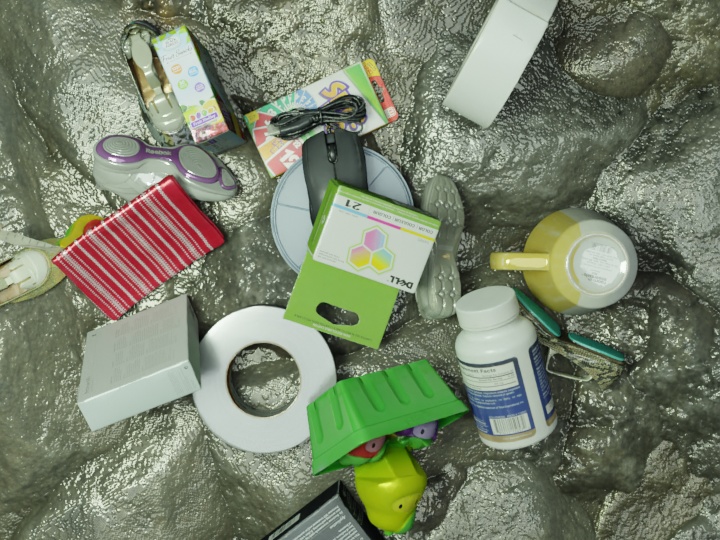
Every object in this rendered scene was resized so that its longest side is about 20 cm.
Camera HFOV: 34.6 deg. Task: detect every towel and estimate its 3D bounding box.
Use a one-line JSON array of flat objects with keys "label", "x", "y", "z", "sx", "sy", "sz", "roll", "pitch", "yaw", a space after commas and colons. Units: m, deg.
[{"label": "towel", "x": -0.296, "y": -0.028, "z": 1.563, "sx": 0.200, "sy": 0.023, "sz": 0.145, "roll": -35, "pitch": 133, "yaw": -1}]

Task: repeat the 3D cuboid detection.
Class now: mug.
[{"label": "mug", "x": 0.286, "y": -0.001, "z": 1.548, "sx": 0.186, "sy": 0.153, "sz": 0.150, "roll": -31, "pitch": 92, "yaw": 1}]

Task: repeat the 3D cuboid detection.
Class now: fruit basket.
[{"label": "fruit basket", "x": 0.041, "y": 0.241, "z": 1.526, "sx": 0.215, "sy": 0.155, "sz": 0.217, "roll": 18, "pitch": 54, "yaw": -26}]

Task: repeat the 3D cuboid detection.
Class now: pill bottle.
[{"label": "pill bottle", "x": 0.190, "y": 0.128, "z": 1.548, "sx": 0.110, "sy": 0.111, "sz": 0.201, "roll": -17, "pitch": 108, "yaw": 0}]

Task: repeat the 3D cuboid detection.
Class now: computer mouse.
[{"label": "computer mouse", "x": -0.040, "y": -0.129, "z": 1.556, "sx": 0.138, "sy": 0.053, "sz": 0.201, "roll": -14, "pitch": 94, "yaw": -1}]

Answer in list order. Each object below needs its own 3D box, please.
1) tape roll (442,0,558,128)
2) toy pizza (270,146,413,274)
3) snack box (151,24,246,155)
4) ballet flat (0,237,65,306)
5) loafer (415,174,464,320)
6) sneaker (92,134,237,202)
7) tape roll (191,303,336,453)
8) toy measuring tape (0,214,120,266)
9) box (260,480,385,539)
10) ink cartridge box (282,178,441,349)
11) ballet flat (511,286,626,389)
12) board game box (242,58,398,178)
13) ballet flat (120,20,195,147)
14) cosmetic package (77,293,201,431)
[{"label": "tape roll", "x": 0.184, "y": -0.291, "z": 1.516, "sx": 0.071, "sy": 0.202, "sz": 0.203, "roll": 29, "pitch": 91, "yaw": -1}, {"label": "toy pizza", "x": -0.025, "y": -0.074, "z": 1.602, "sx": 0.199, "sy": 0.032, "sz": 0.202, "roll": 0, "pitch": 94, "yaw": -1}, {"label": "snack box", "x": -0.208, "y": -0.231, "z": 1.515, "sx": 0.053, "sy": 0.200, "sz": 0.143, "roll": -24, "pitch": 92, "yaw": 1}, {"label": "ballet flat", "x": -0.485, "y": 0.015, "z": 1.586, "sx": 0.199, "sy": 0.071, "sz": 0.071, "roll": -25, "pitch": 91, "yaw": 0}, {"label": "loafer", "x": 0.101, "y": -0.031, "z": 1.588, "sx": 0.070, "sy": 0.070, "sz": 0.201, "roll": 12, "pitch": 73, "yaw": -27}, {"label": "sneaker", "x": -0.269, "y": -0.126, "z": 1.587, "sx": 0.199, "sy": 0.100, "sz": 0.075, "roll": 13, "pitch": 47, "yaw": -10}, {"label": "tape roll", "x": -0.131, "y": 0.147, "z": 1.592, "sx": 0.199, "sy": 0.066, "sz": 0.202, "roll": 0, "pitch": 91, "yaw": 0}, {"label": "toy measuring tape", "x": -0.400, "y": -0.051, "z": 1.564, "sx": 0.199, "sy": 0.073, "sz": 0.074, "roll": 18, "pitch": 91, "yaw": -30}, {"label": "box", "x": -0.053, "y": 0.426, "z": 1.580, "sx": 0.200, "sy": 0.104, "sz": 0.182, "roll": -37, "pitch": 90, "yaw": 1}, {"label": "ink cartridge box", "x": 0.000, "y": 0.000, "z": 1.516, "sx": 0.147, "sy": 0.076, "sz": 0.201, "roll": 18, "pitch": 98, "yaw": -13}, {"label": "ballet flat", "x": 0.270, "y": 0.104, "z": 1.599, "sx": 0.199, "sy": 0.068, "sz": 0.076, "roll": 31, "pitch": 107, "yaw": -3}, {"label": "board game box", "x": -0.054, "y": -0.212, "z": 1.604, "sx": 0.199, "sy": 0.030, "sz": 0.096, "roll": -25, "pitch": 92, "yaw": -2}, {"label": "ballet flat", "x": -0.279, "y": -0.248, "z": 1.580, "sx": 0.072, "sy": 0.072, "sz": 0.201, "roll": -22, "pitch": 92, "yaw": 0}, {"label": "cosmetic package", "x": -0.289, "y": 0.117, "z": 1.523, "sx": 0.150, "sy": 0.200, "sz": 0.052, "roll": -19, "pitch": 115, "yaw": 0}]
